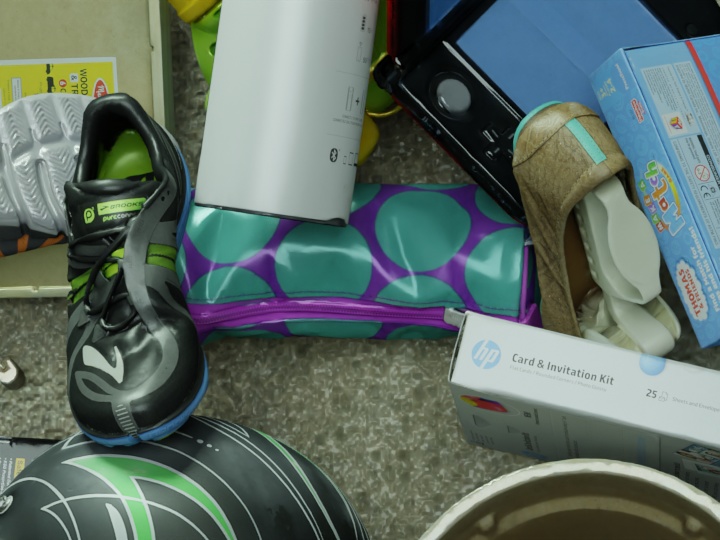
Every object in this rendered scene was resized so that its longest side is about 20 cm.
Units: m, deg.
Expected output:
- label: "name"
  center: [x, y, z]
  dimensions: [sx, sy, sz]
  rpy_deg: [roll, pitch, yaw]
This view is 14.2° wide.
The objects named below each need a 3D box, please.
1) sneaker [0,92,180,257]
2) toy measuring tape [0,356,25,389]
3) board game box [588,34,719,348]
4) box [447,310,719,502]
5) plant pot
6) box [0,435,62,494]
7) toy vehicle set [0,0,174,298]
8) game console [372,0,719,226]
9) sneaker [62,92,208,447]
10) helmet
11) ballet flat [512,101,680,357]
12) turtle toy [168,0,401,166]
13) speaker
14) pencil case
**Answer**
- label: "sneaker"
  center: [-0.195, -0.032, 1.499]
  dimensions: [0.199, 0.112, 0.078]
  rpy_deg: [-7, 72, -20]
- label: "toy measuring tape"
  center: [-0.280, 0.060, 1.533]
  dimensions: [0.199, 0.074, 0.074]
  rpy_deg: [12, 79, 9]
- label: "board game box"
  center: [0.226, -0.051, 1.468]
  dimensions: [0.199, 0.037, 0.152]
  rpy_deg: [-11, 73, -34]
- label: "box"
  center: [0.148, 0.078, 1.440]
  dimensions: [0.199, 0.156, 0.041]
  rpy_deg: [12, 77, 9]
- label: "plant pot"
  center: [0.113, 0.204, 1.400]
  dimensions: [0.199, 0.184, 0.202]
  rpy_deg: [-1, 77, 6]
- label: "box"
  center: [-0.166, 0.187, 1.502]
  dimensions: [0.159, 0.049, 0.201]
  rpy_deg: [3, 77, 4]
- label: "toy vehicle set"
  center: [-0.162, -0.085, 1.534]
  dimensions: [0.124, 0.027, 0.201]
  rpy_deg: [0, 101, 7]
- label: "game console"
  center: [0.105, -0.154, 1.463]
  dimensions: [0.172, 0.119, 0.200]
  rpy_deg: [45, 54, -1]
- label: "sneaker"
  center: [-0.116, -0.001, 1.381]
  dimensions: [0.070, 0.083, 0.200]
  rpy_deg: [-13, 51, 10]
- label: "helmet"
  center: [-0.088, 0.162, 1.385]
  dimensions: [0.199, 0.200, 0.192]
  rpy_deg: [-8, 62, 4]
- label: "ballet flat"
  center: [0.125, 0.003, 1.437]
  dimensions: [0.068, 0.201, 0.072]
  rpy_deg: [-32, 46, -17]
- label: "turtle toy"
  center: [-0.010, -0.151, 1.536]
  dimensions: [0.200, 0.101, 0.146]
  rpy_deg: [-43, 100, -7]
- label: "speaker"
  center: [-0.030, -0.126, 1.440]
  dimensions: [0.081, 0.081, 0.201]
  rpy_deg: [8, 91, 8]
- label: "pencil case"
  center: [0.000, 0.000, 1.508]
  dimensions: [0.199, 0.085, 0.093]
  rpy_deg: [0, 41, 7]
